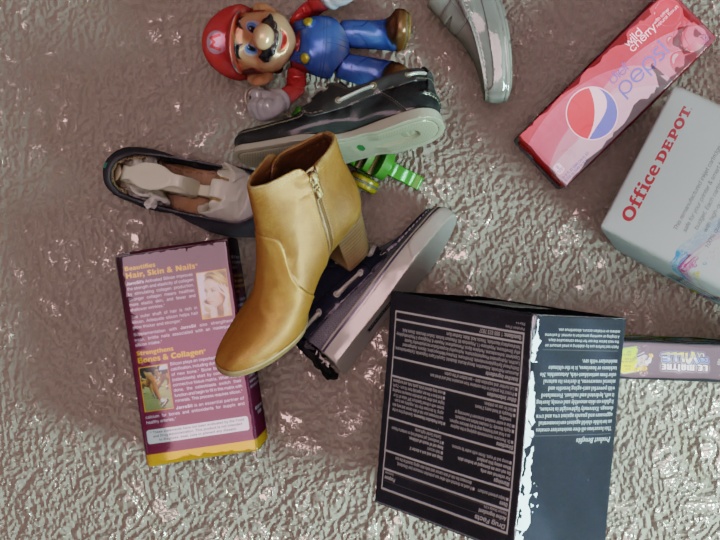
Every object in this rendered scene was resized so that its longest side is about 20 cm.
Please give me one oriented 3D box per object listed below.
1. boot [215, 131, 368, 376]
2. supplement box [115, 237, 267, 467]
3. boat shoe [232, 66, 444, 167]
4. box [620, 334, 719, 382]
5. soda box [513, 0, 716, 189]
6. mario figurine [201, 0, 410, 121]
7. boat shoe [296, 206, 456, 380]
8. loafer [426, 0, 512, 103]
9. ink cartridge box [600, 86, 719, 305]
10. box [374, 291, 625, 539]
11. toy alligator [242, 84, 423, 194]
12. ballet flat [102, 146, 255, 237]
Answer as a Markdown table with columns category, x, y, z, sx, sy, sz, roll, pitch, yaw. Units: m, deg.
| category | x | y | z | sx | sy | sz | roll | pitch | yaw |
| --- | --- | --- | --- | --- | --- | --- | --- | --- | --- |
| boot | -0.077 | -0.018 | 1.147 | 0.070 | 0.145 | 0.201 | 25 | 61 | 39 |
| supplement box | -0.160 | 0.076 | 1.246 | 0.109 | 0.086 | 0.203 | -8 | 90 | 2 |
| boat shoe | -0.023 | -0.137 | 1.199 | 0.197 | 0.072 | 0.069 | -12 | 71 | 9 |
| box | 0.299 | 0.082 | 1.214 | 0.197 | 0.110 | 0.035 | 2 | 91 | 2 |
| soda box | 0.240 | -0.171 | 1.237 | 0.200 | 0.063 | 0.070 | -45 | 89 | 3 |
| mario figurine | -0.051 | -0.211 | 1.224 | 0.197 | 0.107 | 0.125 | 2 | 52 | -5 |
| boat shoe | 0.000 | 0.000 | 1.248 | 0.092 | 0.075 | 0.201 | 37 | 81 | 18 |
| loafer | 0.098 | -0.254 | 1.240 | 0.069 | 0.070 | 0.203 | -13 | 81 | -3 |
| ink cartridge box | 0.340 | -0.046 | 1.170 | 0.199 | 0.144 | 0.147 | 30 | 91 | 19 |
| box | 0.121 | 0.129 | 1.166 | 0.122 | 0.199 | 0.202 | 4 | 93 | -36 |
| toy alligator | -0.030 | -0.129 | 1.253 | 0.198 | 0.054 | 0.060 | 28 | 91 | 2 |
| ballet flat | -0.156 | -0.076 | 1.253 | 0.197 | 0.073 | 0.074 | 14 | 91 | 2 |
